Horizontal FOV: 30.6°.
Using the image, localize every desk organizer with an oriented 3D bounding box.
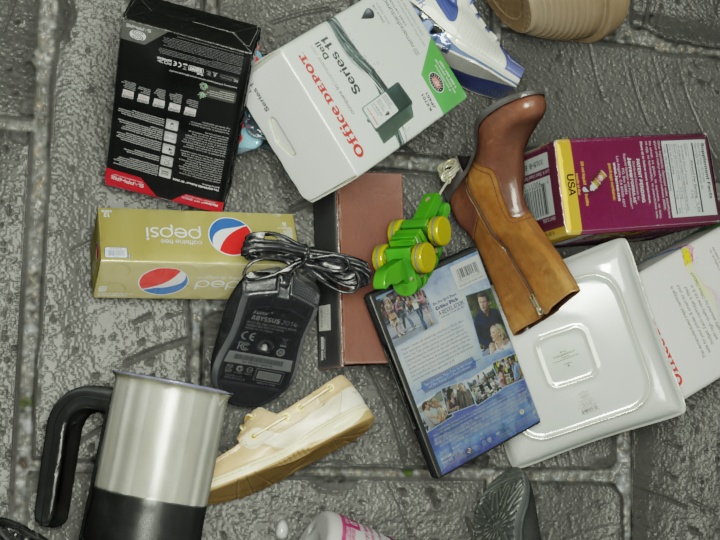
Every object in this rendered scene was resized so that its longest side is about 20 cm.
[{"bbox_3d":[0.000,0.000,1.365,0.076,0.072,0.202,1,83,-21],"label":"desk organizer"}]

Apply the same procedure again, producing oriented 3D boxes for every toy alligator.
[{"bbox_3d":[0.066,-0.034,1.332,0.200,0.059,0.054,-58,133,-41],"label":"toy alligator"}]

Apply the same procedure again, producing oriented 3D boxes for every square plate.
[{"bbox_3d":[0.221,0.091,1.402,0.199,0.028,0.200,-20,89,10],"label":"square plate"}]

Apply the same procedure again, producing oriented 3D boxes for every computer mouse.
[{"bbox_3d":[-0.086,0.047,1.303,0.138,0.053,0.201,15,118,-24],"label":"computer mouse"}]

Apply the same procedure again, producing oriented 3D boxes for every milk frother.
[{"bbox_3d":[-0.222,0.185,1.189,0.179,0.200,0.190,10,82,0],"label":"milk frother"}]

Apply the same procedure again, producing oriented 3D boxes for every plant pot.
[{"bbox_3d":[0.187,-0.320,1.400,0.092,0.201,0.202,-32,94,-14],"label":"plant pot"}]

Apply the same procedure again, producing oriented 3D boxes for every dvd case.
[{"bbox_3d":[0.096,0.092,1.352,0.142,0.018,0.201,-23,95,-28],"label":"dvd case"}]

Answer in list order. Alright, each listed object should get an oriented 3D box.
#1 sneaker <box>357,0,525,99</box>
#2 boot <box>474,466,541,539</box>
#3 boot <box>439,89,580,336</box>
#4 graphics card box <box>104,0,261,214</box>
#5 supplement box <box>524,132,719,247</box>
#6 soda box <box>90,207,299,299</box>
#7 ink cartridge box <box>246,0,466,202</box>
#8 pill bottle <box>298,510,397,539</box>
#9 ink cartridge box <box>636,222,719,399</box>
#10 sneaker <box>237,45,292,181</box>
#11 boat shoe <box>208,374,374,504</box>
[{"bbox_3d":[0.103,-0.280,1.428,0.198,0.081,0.116,29,77,-12],"label":"sneaker"},{"bbox_3d":[0.204,0.327,1.387,0.200,0.065,0.165,45,34,-21],"label":"boot"},{"bbox_3d":[0.165,-0.059,1.339,0.068,0.188,0.201,-4,60,-38],"label":"boot"},{"bbox_3d":[-0.172,-0.155,1.253,0.124,0.201,0.051,14,44,-1],"label":"graphics card box"},{"bbox_3d":[0.267,-0.084,1.426,0.198,0.131,0.104,-4,84,-25],"label":"supplement box"},{"bbox_3d":[-0.163,-0.015,1.303,0.198,0.068,0.064,2,56,-18],"label":"soda box"},{"bbox_3d":[-0.007,-0.180,1.312,0.200,0.083,0.147,-39,100,-41],"label":"ink cartridge box"},{"bbox_3d":[0.031,0.328,1.312,0.199,0.113,0.114,26,76,-15],"label":"pill bottle"},{"bbox_3d":[0.371,0.045,1.477,0.199,0.084,0.146,-27,92,-19],"label":"ink cartridge box"},{"bbox_3d":[-0.110,-0.166,1.343,0.199,0.079,0.096,37,76,-11],"label":"sneaker"},{"bbox_3d":[-0.087,0.168,1.320,0.199,0.074,0.069,-24,69,-12],"label":"boat shoe"}]
